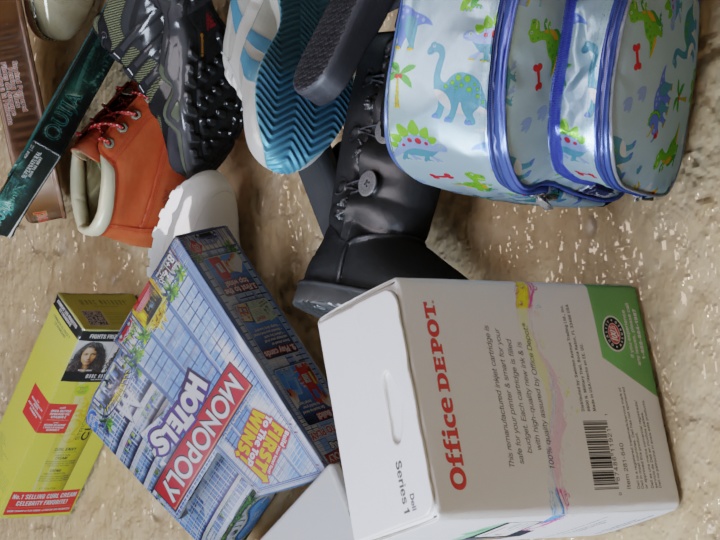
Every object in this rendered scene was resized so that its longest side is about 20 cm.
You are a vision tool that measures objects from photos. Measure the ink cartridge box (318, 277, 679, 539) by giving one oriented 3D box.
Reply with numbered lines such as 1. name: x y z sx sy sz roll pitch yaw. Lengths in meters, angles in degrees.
1. ink cartridge box: 0.083 0.086 1.547 0.084 0.200 0.145 -26 68 47

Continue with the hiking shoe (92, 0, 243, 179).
1. hiking shoe: -0.145 -0.165 1.893 0.101 0.076 0.200 11 118 39

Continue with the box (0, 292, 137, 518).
1. box: -0.237 0.108 2.049 0.050 0.075 0.200 53 127 37

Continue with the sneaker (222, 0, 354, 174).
1. sneaker: -0.055 -0.141 1.811 0.081 0.076 0.200 -47 31 43

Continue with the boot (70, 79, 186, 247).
1. boot: -0.167 -0.116 1.943 0.075 0.107 0.200 4 91 53

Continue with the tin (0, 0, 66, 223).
1. tin: -0.275 -0.136 2.082 0.112 0.042 0.200 89 169 -81

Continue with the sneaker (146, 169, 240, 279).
1. sneaker: -0.112 0.025 1.908 0.080 0.076 0.200 24 114 40

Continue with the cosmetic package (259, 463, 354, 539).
1. cosmetic package: -0.028 0.227 1.787 0.200 0.074 0.102 -47 55 38

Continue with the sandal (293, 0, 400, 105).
1. sandal: 0.020 -0.198 1.731 0.200 0.043 0.076 -61 22 0

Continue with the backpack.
1. backpack: 0.112 -0.127 1.519 0.147 0.200 0.183 11 96 31

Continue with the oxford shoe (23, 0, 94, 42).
1. oxford shoe: -0.216 -0.269 2.038 0.074 0.071 0.200 33 117 39

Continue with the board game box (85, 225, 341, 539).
1. board game box: -0.094 0.109 1.832 0.200 0.062 0.200 45 121 22

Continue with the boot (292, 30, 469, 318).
1. boot: 0.048 -0.059 1.691 0.165 0.066 0.200 10 76 35

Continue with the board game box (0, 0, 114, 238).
1. board game box: -0.220 -0.132 1.961 0.135 0.028 0.200 -49 14 53

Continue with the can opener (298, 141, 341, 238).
1. can opener: 0.000 0.000 1.771 0.066 0.053 0.200 -42 57 41
